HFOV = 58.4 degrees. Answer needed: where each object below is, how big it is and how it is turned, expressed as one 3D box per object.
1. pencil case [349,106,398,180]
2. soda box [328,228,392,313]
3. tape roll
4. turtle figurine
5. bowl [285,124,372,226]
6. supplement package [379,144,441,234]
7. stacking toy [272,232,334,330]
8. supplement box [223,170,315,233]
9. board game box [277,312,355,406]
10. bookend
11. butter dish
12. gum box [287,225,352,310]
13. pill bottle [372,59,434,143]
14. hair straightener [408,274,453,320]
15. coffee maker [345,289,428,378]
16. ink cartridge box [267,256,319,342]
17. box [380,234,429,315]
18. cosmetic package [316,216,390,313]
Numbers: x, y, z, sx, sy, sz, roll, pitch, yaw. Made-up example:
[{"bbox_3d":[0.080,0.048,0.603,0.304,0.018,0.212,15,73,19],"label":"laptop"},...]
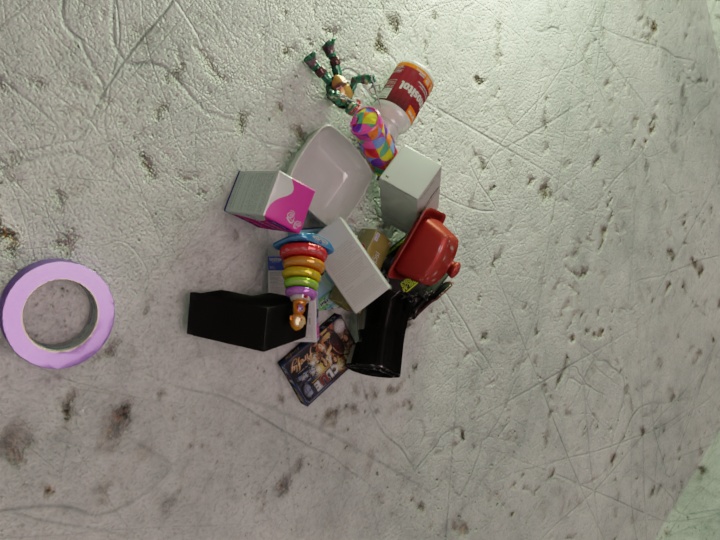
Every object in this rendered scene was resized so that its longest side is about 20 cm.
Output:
[{"bbox_3d":[0.035,-0.309,1.578,0.089,0.087,0.201,-59,152,-15],"label":"pencil case"},{"bbox_3d":[0.000,0.000,1.598,0.064,0.067,0.203,35,74,-35],"label":"soda box"},{"bbox_3d":[-0.579,0.081,1.235,0.197,0.065,0.205,-5,98,-35],"label":"tape roll"},{"bbox_3d":[-0.045,-0.444,1.546,0.201,0.100,0.150,53,50,-12],"label":"turtle figurine"},{"bbox_3d":[-0.086,-0.225,1.557,0.200,0.074,0.202,43,71,-32],"label":"bowl"},{"bbox_3d":[0.126,-0.194,1.632,0.118,0.116,0.201,-52,161,-18],"label":"supplement package"},{"bbox_3d":[-0.128,0.029,1.387,0.115,0.109,0.204,23,62,-41],"label":"stacking toy"},{"bbox_3d":[-0.201,-0.152,1.402,0.100,0.198,0.105,25,81,-35],"label":"supplement box"},{"bbox_3d":[-0.099,0.224,1.626,0.199,0.034,0.137,-40,117,-26],"label":"board game box"},{"bbox_3d":[-0.246,0.101,1.437,0.198,0.196,0.094,-10,108,-69],"label":"bookend"},{"bbox_3d":[0.186,-0.035,1.622,0.202,0.147,0.199,-59,161,10],"label":"butter dish"},{"bbox_3d":[-0.096,-0.005,1.595,0.167,0.044,0.205,-7,99,-36],"label":"gum box"},{"bbox_3d":[0.098,-0.425,1.646,0.113,0.112,0.202,39,73,-33],"label":"pill bottle"},{"bbox_3d":[0.171,0.062,1.757,0.199,0.041,0.078,-37,118,-22],"label":"hair straightener"},{"bbox_3d":[0.058,0.156,1.604,0.133,0.191,0.204,19,69,-27],"label":"coffee maker"},{"bbox_3d":[-0.158,0.066,1.519,0.042,0.117,0.205,-46,136,-77],"label":"ink cartridge box"},{"bbox_3d":[0.126,0.021,1.761,0.199,0.047,0.196,-37,115,-27],"label":"box"},{"bbox_3d":[-0.026,-0.013,1.501,0.101,0.071,0.202,-35,87,6],"label":"cosmetic package"}]
